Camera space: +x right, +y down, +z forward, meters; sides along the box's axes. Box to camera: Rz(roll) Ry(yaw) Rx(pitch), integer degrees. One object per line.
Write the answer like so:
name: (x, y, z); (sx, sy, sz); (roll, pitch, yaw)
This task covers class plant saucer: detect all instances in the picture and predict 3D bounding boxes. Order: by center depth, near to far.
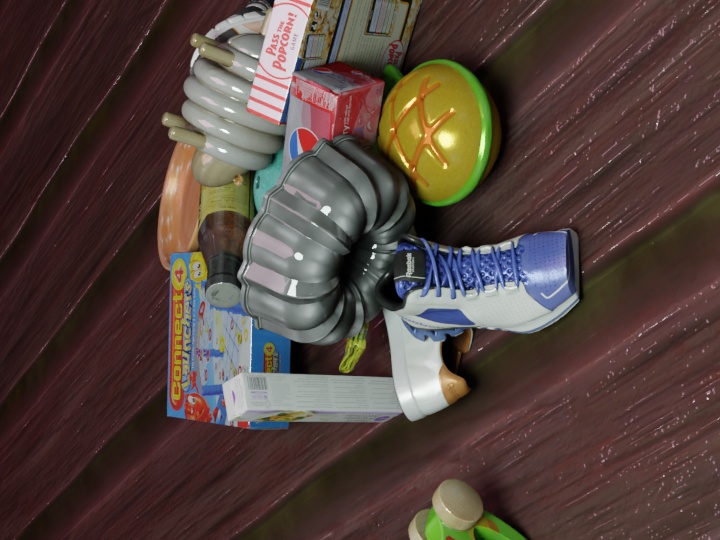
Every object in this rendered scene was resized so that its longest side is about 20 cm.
plant saucer: (-0.217, -0.097, 1.690); (0.200, 0.037, 0.203); (-37, 48, 56)

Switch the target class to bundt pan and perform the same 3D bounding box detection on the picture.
bundt pan: (-0.019, -0.017, 1.192); (0.075, 0.201, 0.205); (29, 112, 30)

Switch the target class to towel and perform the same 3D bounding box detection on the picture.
towel: (0.000, 0.000, 1.339); (0.086, 0.018, 0.203); (120, 159, -64)

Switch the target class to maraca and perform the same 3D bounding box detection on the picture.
maraca: (0.062, -0.136, 1.251); (0.199, 0.106, 0.139); (20, 104, 55)

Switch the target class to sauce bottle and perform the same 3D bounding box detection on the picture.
sauce bottle: (-0.148, -0.049, 1.417); (0.066, 0.065, 0.202); (-53, 27, 39)

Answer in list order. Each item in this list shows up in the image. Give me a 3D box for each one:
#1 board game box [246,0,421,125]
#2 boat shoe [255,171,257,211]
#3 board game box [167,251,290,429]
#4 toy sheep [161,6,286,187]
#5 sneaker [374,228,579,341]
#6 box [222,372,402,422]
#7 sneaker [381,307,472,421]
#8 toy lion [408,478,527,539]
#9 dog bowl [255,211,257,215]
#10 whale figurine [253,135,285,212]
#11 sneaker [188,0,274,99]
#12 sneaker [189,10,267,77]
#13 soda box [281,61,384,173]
board game box: (-0.021, -0.221, 1.295); (0.046, 0.199, 0.154); (24, 105, 28)
boat shoe: (-0.107, -0.166, 1.506); (0.072, 0.070, 0.203); (-12, -66, -80)
board game box: (-0.155, 0.077, 1.509); (0.195, 0.055, 0.204); (-3, 86, 54)
toy sheep: (-0.128, -0.181, 1.363); (0.138, 0.136, 0.202); (43, 115, 48)
sneaker: (0.090, 0.011, 1.152); (0.197, 0.115, 0.082); (-16, 65, 34)
box: (-0.046, 0.129, 1.304); (0.039, 0.198, 0.042); (-32, 62, 45)
sneaker: (0.069, 0.048, 1.281); (0.084, 0.073, 0.202); (-21, 56, 15)
toy lion: (0.118, 0.300, 1.098); (0.069, 0.190, 0.201); (-56, 5, 35)
dog bowl: (-0.124, 0.000, 1.562); (0.112, 0.049, 0.202); (-49, 49, 42)
whale figurine: (-0.055, -0.081, 1.396); (0.200, 0.102, 0.162); (-137, 57, -67)
sneaker: (-0.139, -0.247, 1.574); (0.073, 0.112, 0.201); (37, 138, 4)
sneaker: (-0.096, -0.246, 1.435); (0.080, 0.198, 0.074); (57, 169, 28)
soda box: (-0.033, -0.094, 1.252); (0.063, 0.070, 0.203); (29, 124, 34)
